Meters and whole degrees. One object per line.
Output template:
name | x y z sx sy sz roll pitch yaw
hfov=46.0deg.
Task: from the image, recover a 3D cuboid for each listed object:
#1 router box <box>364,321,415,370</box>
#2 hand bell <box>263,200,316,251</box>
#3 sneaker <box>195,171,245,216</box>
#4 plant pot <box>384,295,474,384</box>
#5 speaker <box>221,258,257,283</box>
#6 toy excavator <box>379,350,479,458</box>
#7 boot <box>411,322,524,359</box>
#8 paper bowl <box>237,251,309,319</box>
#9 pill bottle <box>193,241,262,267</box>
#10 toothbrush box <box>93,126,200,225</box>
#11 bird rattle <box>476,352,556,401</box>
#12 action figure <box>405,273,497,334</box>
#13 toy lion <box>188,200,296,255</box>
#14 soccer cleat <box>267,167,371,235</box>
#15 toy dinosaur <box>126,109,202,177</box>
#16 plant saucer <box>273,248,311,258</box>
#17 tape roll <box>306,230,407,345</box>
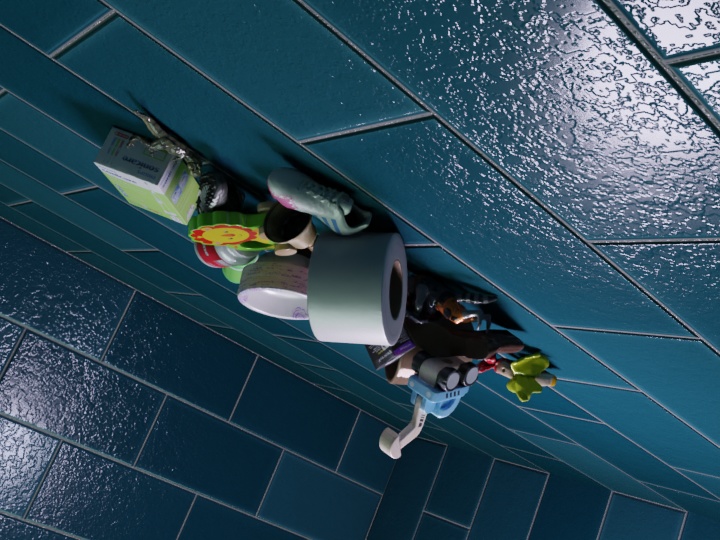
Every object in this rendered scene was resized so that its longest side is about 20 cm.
router box | 0.038 0.113 1.723 0.150 0.051 0.200 65 165 9
hand bell | -0.090 -0.049 1.616 0.103 0.105 0.200 13 159 34
sneaker | -0.263 -0.147 1.628 0.090 0.067 0.200 -15 169 -19
plant pot | 0.154 0.158 1.870 0.172 0.203 0.200 7 168 -10
speaker | -0.296 -0.024 2.072 0.088 0.089 0.200 24 165 -4
toy excavator | 0.134 0.273 1.721 0.193 0.202 0.099 -5 -157 -44
boot | 0.227 0.142 1.768 0.185 0.065 0.199 17 -168 30
paper bowl | -0.163 0.029 1.852 0.198 0.105 0.201 8 158 3
pill bottle | -0.283 -0.066 1.854 0.112 0.113 0.199 30 163 -25
toothbrush box | -0.420 -0.186 1.701 0.144 0.087 0.200 20 166 13
bird rattle | 0.360 0.238 1.965 0.162 0.114 0.199 13 176 -33
action figure | 0.175 0.060 1.700 0.192 0.106 0.200 25 -166 19
toy lion | -0.236 -0.076 1.669 0.189 0.070 0.200 -6 165 8
soccer cleat | -0.064 -0.123 1.435 0.199 0.071 0.086 28 156 -36
toy dinosaur | -0.368 -0.233 1.537 0.087 0.048 0.200 -5 153 29
plant saucer | -0.119 -0.004 1.970 0.198 0.037 0.201 22 165 6
tape roll | -0.001 0.031 1.532 0.138 0.205 0.203 2 159 16
